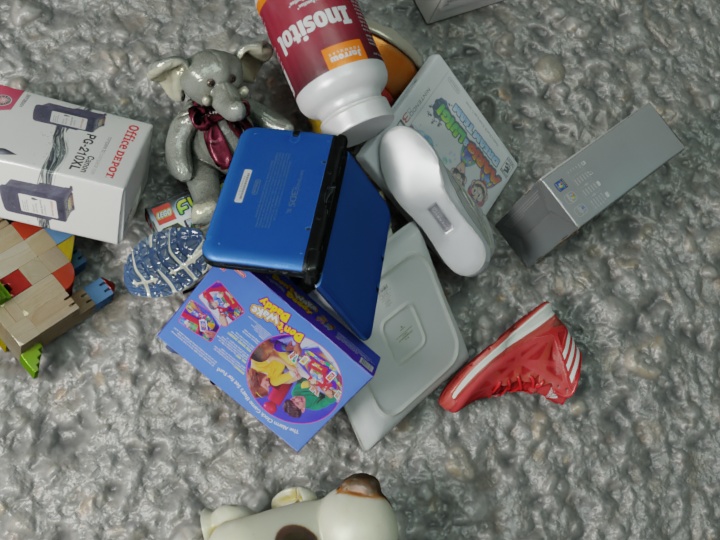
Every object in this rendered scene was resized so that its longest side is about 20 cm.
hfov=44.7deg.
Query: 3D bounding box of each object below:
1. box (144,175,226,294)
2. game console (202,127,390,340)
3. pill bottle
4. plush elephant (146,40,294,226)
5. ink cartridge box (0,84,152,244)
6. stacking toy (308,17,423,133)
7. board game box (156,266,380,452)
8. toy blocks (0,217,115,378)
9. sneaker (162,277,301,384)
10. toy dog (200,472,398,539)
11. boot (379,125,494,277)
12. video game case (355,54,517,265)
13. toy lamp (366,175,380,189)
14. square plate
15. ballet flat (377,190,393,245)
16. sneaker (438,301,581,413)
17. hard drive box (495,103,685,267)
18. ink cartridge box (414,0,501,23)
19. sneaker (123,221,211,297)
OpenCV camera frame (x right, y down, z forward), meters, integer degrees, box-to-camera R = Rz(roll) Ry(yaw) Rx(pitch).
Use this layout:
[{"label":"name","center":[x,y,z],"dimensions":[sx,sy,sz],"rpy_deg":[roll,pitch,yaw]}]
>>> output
[{"label":"box","center":[-0.150,-0.062,1.078],"dimensions":[0.199,0.035,0.110],"rpy_deg":[-24,79,-19]},{"label":"game console","center":[-0.060,-0.042,0.939],"dimensions":[0.170,0.119,0.201],"rpy_deg":[6,49,5]},{"label":"pill bottle","center":[-0.037,-0.250,1.017],"dimensions":[0.113,0.113,0.201],"rpy_deg":[-22,83,-18]},{"label":"plush elephant","center":[-0.161,-0.186,1.025],"dimensions":[0.164,0.155,0.200],"rpy_deg":[-24,62,-18]},{"label":"ink cartridge box","center":[-0.350,-0.123,0.995],"dimensions":[0.199,0.085,0.145],"rpy_deg":[13,39,-8]},{"label":"stacking toy","center":[-0.019,-0.211,1.123],"dimensions":[0.146,0.146,0.201],"rpy_deg":[25,84,-4]},{"label":"board game box","center":[-0.098,0.081,0.934],"dimensions":[0.200,0.135,0.045],"rpy_deg":[41,24,-5]},{"label":"toy blocks","center":[-0.371,-0.001,0.986],"dimensions":[0.200,0.100,0.137],"rpy_deg":[48,57,5]},{"label":"sneaker","center":[-0.119,0.064,1.027],"dimensions":[0.199,0.081,0.115],"rpy_deg":[-40,88,-14]},{"label":"toy dog","center":[-0.059,0.280,0.910],"dimensions":[0.199,0.194,0.140],"rpy_deg":[-13,63,-10]},{"label":"boot","center":[0.095,-0.086,1.066],"dimensions":[0.073,0.096,0.201],"rpy_deg":[-29,92,19]},{"label":"video game case","center":[0.104,-0.139,1.117],"dimensions":[0.200,0.024,0.182],"rpy_deg":[48,65,-29]},{"label":"toy lamp","center":[0.018,-0.113,1.106],"dimensions":[0.199,0.058,0.058],"rpy_deg":[-17,76,-34]},{"label":"square plate","center":[0.041,0.073,1.013],"dimensions":[0.200,0.028,0.199],"rpy_deg":[-36,112,-35]},{"label":"ballet flat","center":[0.000,0.000,1.034],"dimensions":[0.075,0.068,0.200],"rpy_deg":[30,66,-1]},{"label":"sneaker","center":[0.198,0.134,1.072],"dimensions":[0.200,0.078,0.116],"rpy_deg":[-37,82,-20]},{"label":"hard drive box","center":[0.292,-0.108,1.130],"dimensions":[0.200,0.156,0.077],"rpy_deg":[-35,83,-20]},{"label":"ink cartridge box","center":[0.131,-0.481,1.220],"dimensions":[0.147,0.145,0.201],"rpy_deg":[-24,80,-20]},{"label":"sneaker","center":[-0.171,-0.015,1.000],"dimensions":[0.199,0.085,0.077],"rpy_deg":[-22,71,5]}]
